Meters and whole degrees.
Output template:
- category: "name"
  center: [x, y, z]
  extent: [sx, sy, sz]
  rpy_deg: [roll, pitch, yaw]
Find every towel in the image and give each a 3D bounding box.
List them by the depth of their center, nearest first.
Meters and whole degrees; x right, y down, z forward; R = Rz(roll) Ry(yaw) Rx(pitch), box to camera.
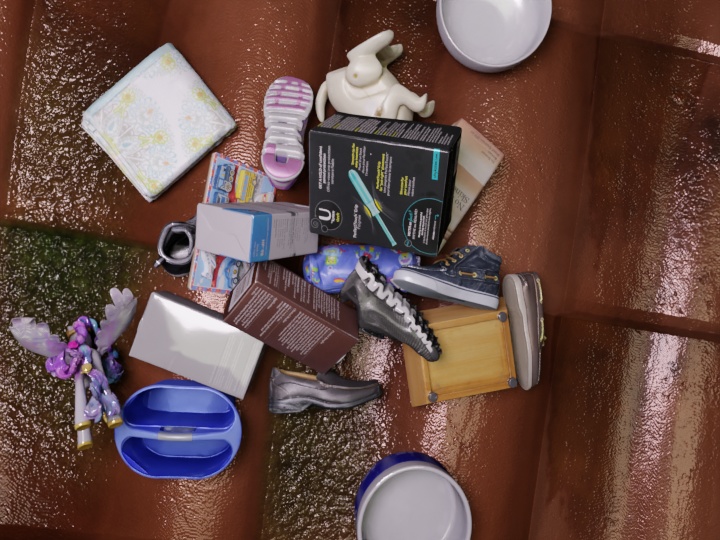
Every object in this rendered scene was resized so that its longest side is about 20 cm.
- category: "towel"
  center: [-0.329, -0.240, 0.882]
  extent: [0.199, 0.048, 0.172]
  rpy_deg: [-41, 98, -4]

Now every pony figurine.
- category: "pony figurine"
  center: [-0.404, 0.134, 0.789]
  extent: [0.162, 0.194, 0.205]
  rpy_deg: [-10, 65, -30]

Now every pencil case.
- category: "pencil case"
  center: [0.000, 0.000, 0.904]
  extent: [0.193, 0.088, 0.080]
  rpy_deg: [0, 132, -6]

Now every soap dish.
- category: "soap dish"
  center: [0.173, 0.142, 0.927]
  extent: [0.193, 0.081, 0.163]
  rpy_deg: [-9, 92, -7]

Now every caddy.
- category: "caddy"
  center: [-0.286, 0.252, 0.862]
  extent: [0.193, 0.105, 0.147]
  rpy_deg: [3, 90, -6]

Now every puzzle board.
- category: "puzzle board"
  center: [-0.196, -0.065, 0.858]
  extent: [0.017, 0.149, 0.207]
  rpy_deg: [11, 89, 31]

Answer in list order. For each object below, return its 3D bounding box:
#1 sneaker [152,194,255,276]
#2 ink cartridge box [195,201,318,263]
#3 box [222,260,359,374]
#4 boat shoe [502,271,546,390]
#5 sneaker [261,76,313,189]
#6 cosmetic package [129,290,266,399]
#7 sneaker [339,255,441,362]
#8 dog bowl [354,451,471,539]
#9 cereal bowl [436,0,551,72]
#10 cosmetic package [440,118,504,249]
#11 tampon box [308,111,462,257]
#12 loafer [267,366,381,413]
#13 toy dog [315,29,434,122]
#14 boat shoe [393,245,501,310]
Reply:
- category: "sneaker"
  center: [-0.246, -0.067, 0.858]
  extent: [0.200, 0.114, 0.076]
  rpy_deg: [-44, 94, -4]
- category: "ink cartridge box"
  center: [-0.139, -0.064, 0.825]
  extent: [0.113, 0.198, 0.069]
  rpy_deg: [13, 103, 30]
- category: "box"
  center: [-0.105, 0.072, 0.851]
  extent: [0.198, 0.076, 0.100]
  rpy_deg: [34, 120, -24]
- category: "boat shoe"
  center: [0.296, 0.105, 0.947]
  extent: [0.058, 0.072, 0.207]
  rpy_deg: [-9, 93, -14]
- category: "sneaker"
  center: [-0.124, -0.222, 0.892]
  extent: [0.078, 0.089, 0.207]
  rpy_deg: [7, 68, -6]
- category: "cosmetic package"
  center: [-0.257, 0.118, 0.876]
  extent: [0.195, 0.090, 0.110]
  rpy_deg: [24, 88, -3]
- category: "sneaker"
  center: [0.042, 0.078, 0.852]
  extent: [0.090, 0.067, 0.200]
  rpy_deg: [-42, 94, 16]
- category: "dog bowl"
  center: [0.086, 0.423, 0.922]
  extent: [0.193, 0.079, 0.208]
  rpy_deg: [0, 90, -7]
- category: "cereal bowl"
  center: [0.219, -0.437, 0.922]
  extent: [0.193, 0.083, 0.208]
  rpy_deg: [0, 91, -7]
- category: "cosmetic package"
  center: [0.140, -0.138, 0.915]
  extent: [0.102, 0.087, 0.203]
  rpy_deg: [34, 87, -7]
- category: "tampon box"
  center: [0.035, -0.131, 0.782]
  extent: [0.194, 0.127, 0.154]
  rpy_deg: [12, 119, 15]
- category: "loafer"
  center: [-0.060, 0.194, 0.907]
  extent: [0.193, 0.073, 0.075]
  rpy_deg: [-3, 87, -8]
- category: "toy dog"
  center: [0.030, -0.249, 0.879]
  extent: [0.189, 0.140, 0.205]
  rpy_deg: [-24, 93, 8]
- category: "boat shoe"
  center: [0.143, -0.001, 0.870]
  extent: [0.195, 0.070, 0.094]
  rpy_deg: [15, 79, -24]
